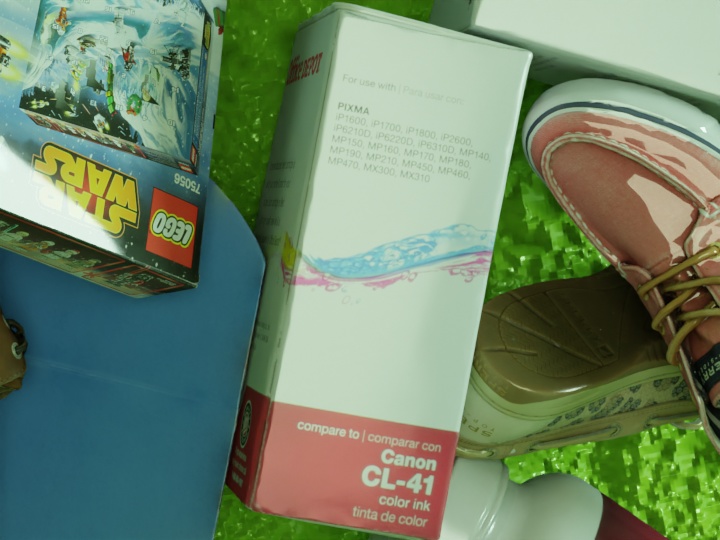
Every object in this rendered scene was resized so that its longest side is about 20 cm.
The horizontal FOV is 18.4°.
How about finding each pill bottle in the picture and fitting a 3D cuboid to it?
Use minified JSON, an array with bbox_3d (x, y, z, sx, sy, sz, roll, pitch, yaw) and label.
[{"bbox_3d":[0.099,0.161,0.959,0.200,0.113,0.113,35,88,-7],"label":"pill bottle"}]

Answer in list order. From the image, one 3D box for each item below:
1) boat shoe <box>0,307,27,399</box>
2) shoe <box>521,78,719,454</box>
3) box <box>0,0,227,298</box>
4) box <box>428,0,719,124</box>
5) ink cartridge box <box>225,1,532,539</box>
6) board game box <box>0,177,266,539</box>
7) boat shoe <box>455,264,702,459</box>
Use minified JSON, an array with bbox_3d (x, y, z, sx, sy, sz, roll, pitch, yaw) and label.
[{"bbox_3d":[-0.169,0.036,0.919,0.068,0.072,0.201,12,85,0],"label":"boat shoe"},{"bbox_3d":[0.144,0.008,0.898,0.200,0.091,0.071,36,131,-13],"label":"shoe"},{"bbox_3d":[-0.135,-0.082,0.836,0.200,0.040,0.138,24,63,-45],"label":"box"},{"bbox_3d":[0.141,-0.117,0.949,0.199,0.124,0.098,15,90,-8],"label":"box"},{"bbox_3d":[0.000,0.000,0.924,0.085,0.148,0.201,13,91,-9],"label":"ink cartridge box"},{"bbox_3d":[-0.110,0.042,0.944,0.157,0.039,0.201,11,91,26],"label":"board game box"},{"bbox_3d":[0.116,0.035,0.962,0.199,0.063,0.073,-7,52,-35],"label":"boat shoe"}]
